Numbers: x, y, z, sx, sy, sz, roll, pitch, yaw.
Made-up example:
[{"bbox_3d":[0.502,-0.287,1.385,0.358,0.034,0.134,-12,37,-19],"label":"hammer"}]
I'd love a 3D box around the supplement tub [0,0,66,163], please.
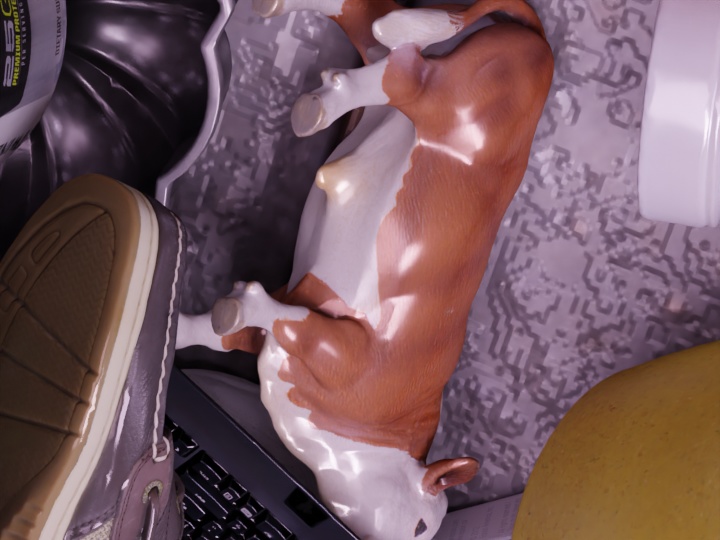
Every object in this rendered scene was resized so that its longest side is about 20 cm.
[{"bbox_3d":[-0.171,-0.061,0.679,0.122,0.200,0.123,4,105,13],"label":"supplement tub"}]

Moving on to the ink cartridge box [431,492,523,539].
[{"bbox_3d":[0.011,0.196,0.862,0.199,0.043,0.199,-17,101,18],"label":"ink cartridge box"}]

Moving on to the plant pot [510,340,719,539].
[{"bbox_3d":[0.130,0.097,0.744,0.142,0.200,0.201,18,110,36],"label":"plant pot"}]

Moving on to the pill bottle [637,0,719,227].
[{"bbox_3d":[0.188,-0.042,0.718,0.199,0.112,0.113,8,106,12],"label":"pill bottle"}]

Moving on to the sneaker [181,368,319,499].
[{"bbox_3d":[-0.106,0.066,0.839,0.199,0.080,0.071,13,106,6],"label":"sneaker"}]

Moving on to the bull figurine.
[{"bbox_3d":[0.000,0.000,0.776,0.065,0.121,0.201,18,91,47],"label":"bull figurine"}]

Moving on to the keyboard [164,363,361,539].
[{"bbox_3d":[-0.050,0.102,0.773,0.200,0.040,0.104,44,133,-10],"label":"keyboard"}]

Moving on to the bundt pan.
[{"bbox_3d":[-0.128,-0.092,0.806,0.201,0.076,0.203,4,105,14],"label":"bundt pan"}]

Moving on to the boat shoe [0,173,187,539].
[{"bbox_3d":[-0.087,0.071,0.722,0.072,0.066,0.202,26,102,49],"label":"boat shoe"}]
